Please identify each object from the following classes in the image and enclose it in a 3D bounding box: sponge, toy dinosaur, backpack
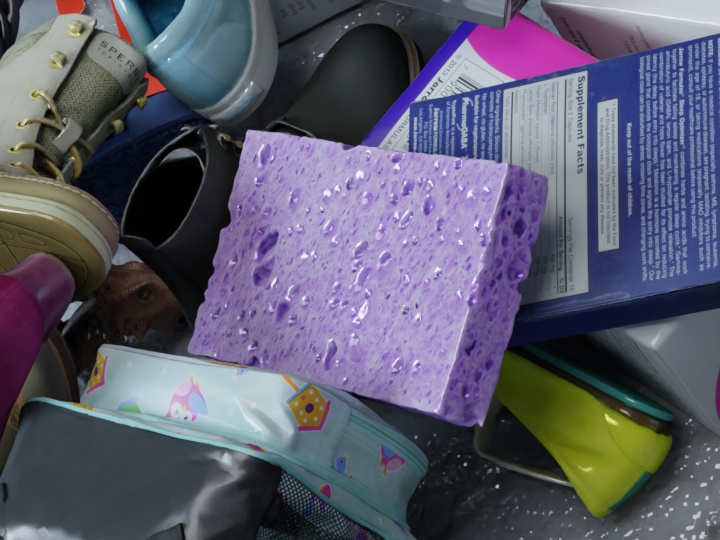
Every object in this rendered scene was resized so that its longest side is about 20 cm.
[{"bbox_3d":[0.000,0.000,1.291,0.200,0.030,0.112,10,83,54],"label":"sponge"},{"bbox_3d":[-0.179,0.042,1.433,0.086,0.200,0.136,45,129,14],"label":"toy dinosaur"},{"bbox_3d":[-0.051,0.127,1.284,0.175,0.200,0.154,5,60,43],"label":"backpack"}]

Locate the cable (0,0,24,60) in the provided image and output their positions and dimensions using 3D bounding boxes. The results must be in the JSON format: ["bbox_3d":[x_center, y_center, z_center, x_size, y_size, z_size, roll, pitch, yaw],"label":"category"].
[{"bbox_3d":[-0.246,-0.124,1.591,0.163,0.051,0.201,-33,34,31],"label":"cable"}]

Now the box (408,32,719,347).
[{"bbox_3d":[0.113,-0.035,1.265,0.199,0.032,0.122,-12,63,29],"label":"box"}]

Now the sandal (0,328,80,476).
[{"bbox_3d":[-0.161,0.108,1.368,0.080,0.201,0.054,7,29,34],"label":"sandal"}]

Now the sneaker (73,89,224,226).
[{"bbox_3d":[-0.168,-0.051,1.530,0.199,0.070,0.078,-31,58,9],"label":"sneaker"}]

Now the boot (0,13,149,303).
[{"bbox_3d":[-0.151,-0.057,1.393,0.199,0.072,0.155,0,43,52],"label":"boot"}]

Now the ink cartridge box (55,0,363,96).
[{"bbox_3d":[-0.085,-0.186,1.579,0.199,0.050,0.163,-25,54,9],"label":"ink cartridge box"}]

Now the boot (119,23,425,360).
[{"bbox_3d":[-0.040,-0.060,1.425,0.077,0.138,0.201,8,66,31],"label":"boot"}]

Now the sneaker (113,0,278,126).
[{"bbox_3d":[-0.097,-0.168,1.502,0.074,0.082,0.201,-39,44,18],"label":"sneaker"}]

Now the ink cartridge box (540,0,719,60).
[{"bbox_3d":[0.209,-0.154,1.385,0.199,0.084,0.146,11,67,32],"label":"ink cartridge box"}]

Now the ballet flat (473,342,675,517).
[{"bbox_3d":[0.061,0.049,1.361,0.200,0.067,0.067,36,103,36],"label":"ballet flat"}]

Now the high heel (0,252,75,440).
[{"bbox_3d":[-0.198,0.081,1.297,0.067,0.096,0.201,30,115,9],"label":"high heel"}]

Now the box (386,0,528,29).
[{"bbox_3d":[0.030,-0.191,1.427,0.157,0.050,0.200,16,29,15],"label":"box"}]

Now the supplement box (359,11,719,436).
[{"bbox_3d":[0.113,-0.027,1.350,0.101,0.103,0.200,-49,51,-6],"label":"supplement box"}]
